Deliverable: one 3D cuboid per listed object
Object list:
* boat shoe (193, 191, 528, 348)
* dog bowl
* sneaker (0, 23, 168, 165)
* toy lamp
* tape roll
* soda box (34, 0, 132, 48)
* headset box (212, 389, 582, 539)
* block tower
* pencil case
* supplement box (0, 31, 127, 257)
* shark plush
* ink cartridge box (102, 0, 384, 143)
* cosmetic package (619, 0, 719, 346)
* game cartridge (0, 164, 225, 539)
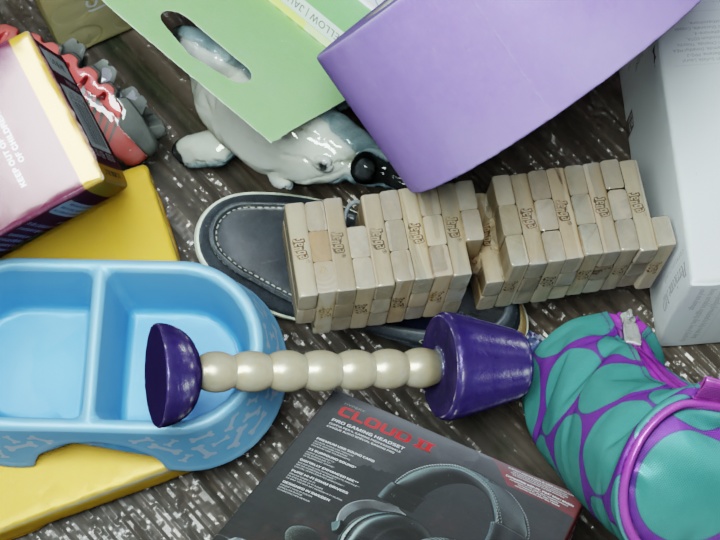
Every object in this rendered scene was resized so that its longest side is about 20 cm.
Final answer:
[{"bbox_3d":[0.000,0.000,0.917,0.198,0.062,0.075,20,74,9],"label":"boat shoe"},{"bbox_3d":[-0.138,0.046,0.878,0.197,0.050,0.113,2,71,1],"label":"dog bowl"},{"bbox_3d":[-0.210,-0.099,0.950,0.199,0.071,0.099,27,78,8],"label":"sneaker"},{"bbox_3d":[-0.007,0.050,0.835,0.197,0.058,0.059,-2,69,-21],"label":"toy lamp"},{"bbox_3d":[0.080,-0.131,0.813,0.199,0.200,0.085,-38,99,-11],"label":"tape roll"},{"bbox_3d":[-0.165,-0.199,0.914,0.067,0.200,0.065,-25,72,-8],"label":"soda box"},{"bbox_3d":[0.015,0.151,0.808,0.147,0.078,0.200,23,32,13],"label":"headset box"},{"bbox_3d":[0.060,-0.013,0.863,0.197,0.054,0.059,-6,67,-9],"label":"block tower"},{"bbox_3d":[0.138,0.077,0.809,0.084,0.200,0.094,15,98,-10],"label":"pencil case"},{"bbox_3d":[-0.232,-0.036,0.858,0.198,0.110,0.086,-28,91,-1],"label":"supplement box"},{"bbox_3d":[-0.028,-0.095,0.923,0.199,0.092,0.083,22,40,37],"label":"shark plush"},{"bbox_3d":[-0.038,-0.160,0.924,0.145,0.048,0.200,40,36,12],"label":"ink cartridge box"},{"bbox_3d":[0.198,-0.070,0.913,0.080,0.113,0.203,-2,69,-1],"label":"cosmetic package"},{"bbox_3d":[-0.185,0.053,0.920,0.198,0.032,0.178,-19,72,-3],"label":"game cartridge"}]
